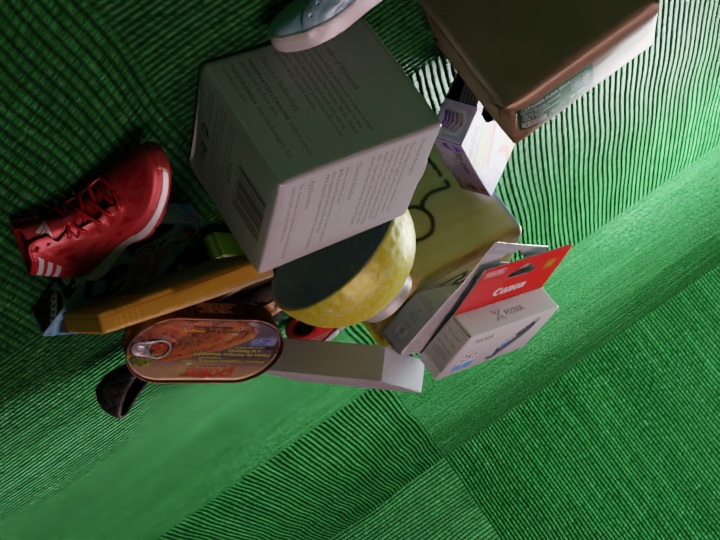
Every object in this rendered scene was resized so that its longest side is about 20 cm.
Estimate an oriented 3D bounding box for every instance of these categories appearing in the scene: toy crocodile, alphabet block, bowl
[{"bbox_3d":[-0.128,-0.022,1.423,0.062,0.068,0.200,-40,158,30],"label":"toy crocodile"},{"bbox_3d":[0.076,-0.036,1.526,0.199,0.196,0.197,-26,155,-19],"label":"alphabet block"},{"bbox_3d":[0.000,0.000,1.335,0.200,0.200,0.108,-40,118,12],"label":"bowl"}]

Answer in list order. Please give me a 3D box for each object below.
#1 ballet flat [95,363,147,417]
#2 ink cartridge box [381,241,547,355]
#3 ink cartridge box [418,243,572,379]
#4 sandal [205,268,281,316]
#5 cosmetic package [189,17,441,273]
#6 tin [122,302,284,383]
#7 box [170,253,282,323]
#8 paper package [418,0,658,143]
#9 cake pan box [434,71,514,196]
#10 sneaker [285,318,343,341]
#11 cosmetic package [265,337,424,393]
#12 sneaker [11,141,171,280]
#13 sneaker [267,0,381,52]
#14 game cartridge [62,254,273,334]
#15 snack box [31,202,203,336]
[{"bbox_3d":[-0.269,0.120,1.484,0.200,0.057,0.067,-44,155,-12],"label":"ballet flat"},{"bbox_3d":[0.138,0.025,1.440,0.200,0.047,0.160,-52,153,22],"label":"ink cartridge box"},{"bbox_3d":[0.192,0.055,1.455,0.200,0.045,0.176,-15,149,-44],"label":"ink cartridge box"},{"bbox_3d":[-0.113,0.039,1.411,0.082,0.055,0.200,-33,159,25],"label":"sandal"},{"bbox_3d":[-0.053,-0.134,1.175,0.199,0.167,0.168,-23,155,-27],"label":"cosmetic package"},{"bbox_3d":[-0.192,0.089,1.347,0.199,0.042,0.112,4,126,-28],"label":"tin"},{"bbox_3d":[-0.188,0.065,1.455,0.200,0.048,0.159,6,111,-55],"label":"box"},{"bbox_3d":[0.195,-0.277,1.209,0.200,0.191,0.103,-35,158,2],"label":"paper package"},{"bbox_3d":[0.161,-0.210,1.376,0.185,0.052,0.200,-66,158,-9],"label":"cake pan box"},{"bbox_3d":[-0.045,0.052,1.689,0.085,0.077,0.200,0,139,-47],"label":"sneaker"},{"bbox_3d":[-0.032,0.128,1.495,0.199,0.052,0.151,3,172,24],"label":"cosmetic package"},{"bbox_3d":[-0.282,-0.053,1.130,0.115,0.078,0.200,-8,144,-51],"label":"sneaker"},{"bbox_3d":[-0.016,-0.293,1.063,0.200,0.074,0.082,-33,128,7],"label":"sneaker"},{"bbox_3d":[-0.219,0.025,1.220,0.199,0.033,0.176,-18,-174,-28],"label":"game cartridge"},{"bbox_3d":[-0.284,-0.002,1.281,0.200,0.037,0.116,-47,155,26],"label":"snack box"}]
